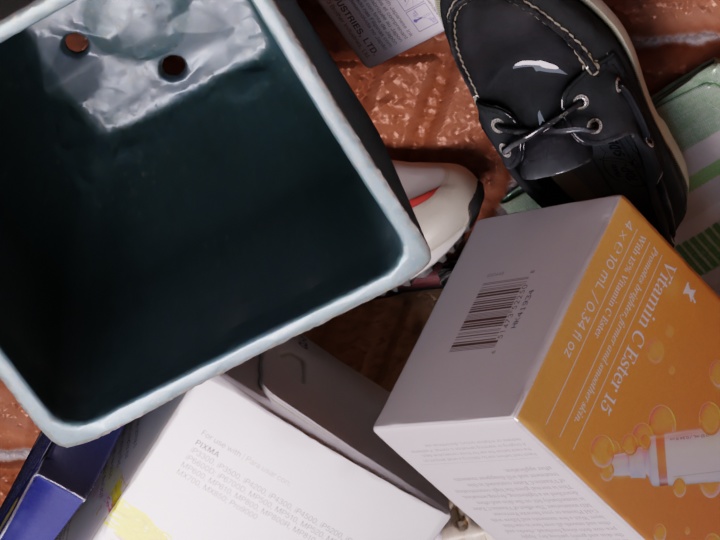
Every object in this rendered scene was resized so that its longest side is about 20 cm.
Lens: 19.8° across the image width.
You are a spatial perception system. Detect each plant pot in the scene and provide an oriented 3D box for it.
[{"bbox_3d":[-0.106,-0.082,0.953,0.196,0.200,0.196,-27,121,11],"label":"plant pot"}]

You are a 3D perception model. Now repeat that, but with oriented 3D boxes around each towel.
[{"bbox_3d":[0.190,-0.001,1.042,0.200,0.023,0.152,44,127,-15],"label":"towel"}]

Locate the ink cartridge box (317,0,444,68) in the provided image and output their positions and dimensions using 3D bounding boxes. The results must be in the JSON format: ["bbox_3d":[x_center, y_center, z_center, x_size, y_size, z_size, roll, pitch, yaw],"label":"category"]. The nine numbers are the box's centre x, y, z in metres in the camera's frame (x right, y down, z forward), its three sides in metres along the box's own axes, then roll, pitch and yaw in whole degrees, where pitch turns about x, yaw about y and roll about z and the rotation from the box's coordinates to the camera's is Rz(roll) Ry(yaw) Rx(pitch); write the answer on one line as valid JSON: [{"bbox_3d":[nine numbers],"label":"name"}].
[{"bbox_3d":[0.052,-0.194,0.913,0.200,0.076,0.137,-23,116,33],"label":"ink cartridge box"}]

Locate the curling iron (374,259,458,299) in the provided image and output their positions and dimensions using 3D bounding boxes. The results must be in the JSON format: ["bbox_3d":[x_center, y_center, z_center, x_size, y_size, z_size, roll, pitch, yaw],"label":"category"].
[{"bbox_3d":[0.000,0.000,1.102,0.199,0.026,0.050,-2,162,24],"label":"curling iron"}]

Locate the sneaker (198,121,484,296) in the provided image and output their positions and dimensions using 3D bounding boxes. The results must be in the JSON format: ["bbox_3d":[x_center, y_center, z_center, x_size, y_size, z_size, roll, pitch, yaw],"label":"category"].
[{"bbox_3d":[-0.038,-0.037,1.062,0.199,0.070,0.094,-9,128,27],"label":"sneaker"}]

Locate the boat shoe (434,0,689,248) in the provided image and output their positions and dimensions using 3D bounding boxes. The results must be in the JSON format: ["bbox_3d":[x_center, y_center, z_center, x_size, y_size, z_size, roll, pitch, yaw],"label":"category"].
[{"bbox_3d":[0.094,-0.063,0.938,0.074,0.066,0.199,-12,140,23],"label":"boat shoe"}]

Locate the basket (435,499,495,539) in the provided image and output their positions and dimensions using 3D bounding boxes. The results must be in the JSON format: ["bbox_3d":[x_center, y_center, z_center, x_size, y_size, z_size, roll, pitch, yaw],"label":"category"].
[{"bbox_3d":[0.119,0.166,1.118,0.123,0.136,0.200,-14,120,24],"label":"basket"}]

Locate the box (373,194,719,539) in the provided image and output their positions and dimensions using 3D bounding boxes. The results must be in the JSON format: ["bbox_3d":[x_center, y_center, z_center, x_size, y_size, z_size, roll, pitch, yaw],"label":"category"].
[{"bbox_3d":[0.123,0.079,0.955,0.200,0.125,0.097,43,150,-27],"label":"box"}]

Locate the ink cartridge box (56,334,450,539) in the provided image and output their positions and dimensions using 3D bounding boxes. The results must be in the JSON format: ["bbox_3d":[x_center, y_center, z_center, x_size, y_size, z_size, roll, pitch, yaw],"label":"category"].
[{"bbox_3d":[-0.069,0.137,1.033,0.144,0.145,0.200,31,103,-10],"label":"ink cartridge box"}]

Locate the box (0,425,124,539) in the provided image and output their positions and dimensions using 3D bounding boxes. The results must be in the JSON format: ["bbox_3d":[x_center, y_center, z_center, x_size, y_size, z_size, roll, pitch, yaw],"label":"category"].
[{"bbox_3d":[-0.140,0.078,1.031,0.032,0.200,0.121,30,143,-8],"label":"box"}]
